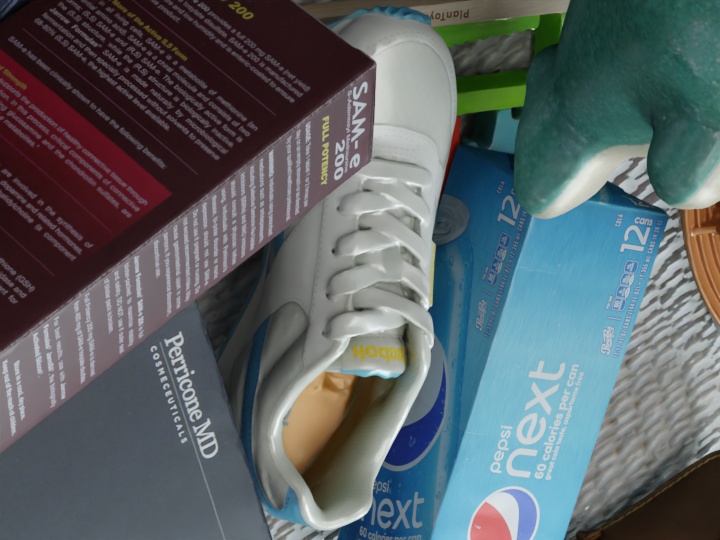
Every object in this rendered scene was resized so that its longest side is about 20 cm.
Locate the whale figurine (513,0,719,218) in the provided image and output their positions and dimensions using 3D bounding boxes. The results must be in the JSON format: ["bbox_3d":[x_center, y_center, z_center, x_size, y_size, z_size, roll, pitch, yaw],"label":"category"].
[{"bbox_3d":[0.110,-0.094,1.014,0.104,0.200,0.159,30,53,-25],"label":"whale figurine"}]

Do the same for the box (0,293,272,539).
[{"bbox_3d":[-0.133,0.114,1.058,0.182,0.104,0.200,-26,121,-19],"label":"box"}]

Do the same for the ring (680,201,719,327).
[{"bbox_3d":[0.211,-0.049,1.124,0.200,0.019,0.201,-13,116,-27],"label":"ring"}]

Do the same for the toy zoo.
[{"bbox_3d":[0.025,-0.014,1.154,0.131,0.020,0.201,-10,114,-28],"label":"toy zoo"}]

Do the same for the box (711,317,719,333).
[{"bbox_3d":[0.213,-0.071,1.193,0.152,0.106,0.200,-30,122,-18],"label":"box"}]

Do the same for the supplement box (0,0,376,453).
[{"bbox_3d":[-0.101,-0.030,0.991,0.200,0.109,0.061,-39,154,-25],"label":"supplement box"}]

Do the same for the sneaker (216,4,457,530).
[{"bbox_3d":[0.000,0.000,1.083,0.076,0.081,0.201,6,105,-30],"label":"sneaker"}]

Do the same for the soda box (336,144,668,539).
[{"bbox_3d":[0.052,0.056,1.146,0.068,0.064,0.201,9,104,-33],"label":"soda box"}]

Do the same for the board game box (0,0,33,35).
[{"bbox_3d":[-0.139,-0.164,0.986,0.200,0.035,0.135,-49,126,-6],"label":"board game box"}]

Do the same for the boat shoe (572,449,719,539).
[{"bbox_3d":[0.104,0.149,1.236,0.200,0.072,0.068,-44,127,-6],"label":"boat shoe"}]
